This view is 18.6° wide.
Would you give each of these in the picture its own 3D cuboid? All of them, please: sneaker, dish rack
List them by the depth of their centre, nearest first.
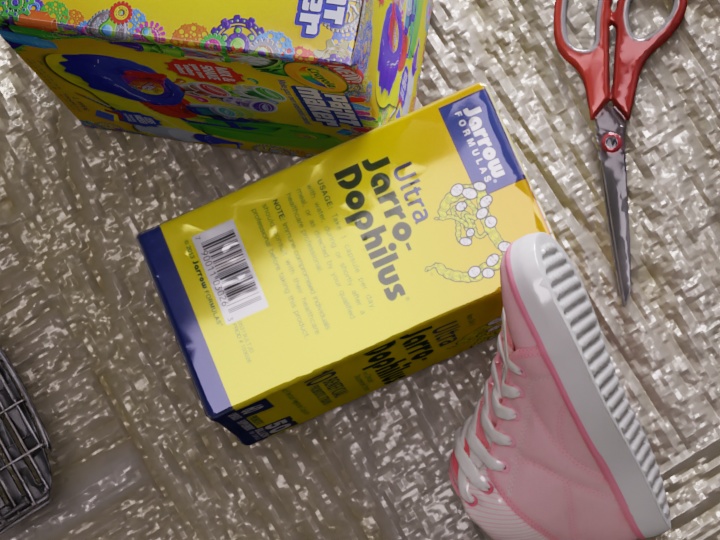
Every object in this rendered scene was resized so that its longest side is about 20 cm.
[{"bbox_3d":[0.082,0.073,1.114,0.104,0.201,0.075,-15,39,15],"label":"sneaker"},{"bbox_3d":[-0.271,0.114,1.214,0.200,0.055,0.154,-32,77,-2],"label":"dish rack"}]

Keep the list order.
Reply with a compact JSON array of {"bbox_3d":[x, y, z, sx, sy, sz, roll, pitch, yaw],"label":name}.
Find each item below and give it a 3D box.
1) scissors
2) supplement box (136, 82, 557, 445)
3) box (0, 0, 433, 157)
[{"bbox_3d":[0.132,-0.082,1.221,0.073,0.014,0.201,10,80,7],"label":"scissors"},{"bbox_3d":[0.000,0.000,1.170,0.199,0.109,0.110,-24,76,2],"label":"supplement box"},{"bbox_3d":[-0.071,-0.148,1.165,0.192,0.200,0.122,8,79,10],"label":"box"}]
